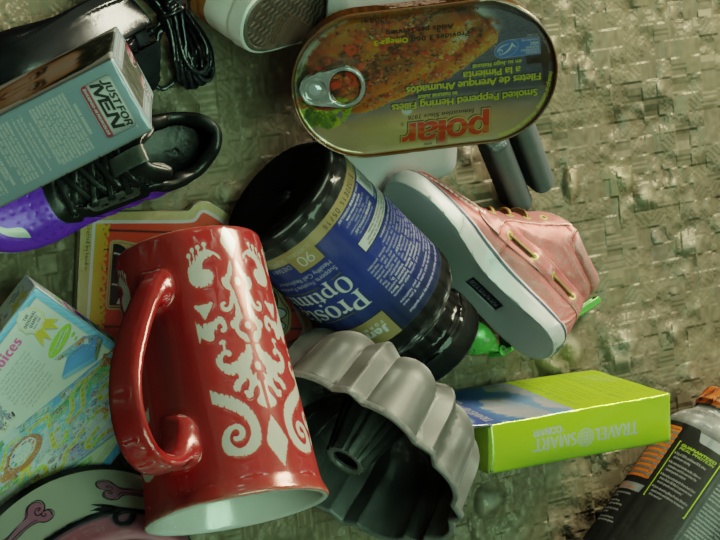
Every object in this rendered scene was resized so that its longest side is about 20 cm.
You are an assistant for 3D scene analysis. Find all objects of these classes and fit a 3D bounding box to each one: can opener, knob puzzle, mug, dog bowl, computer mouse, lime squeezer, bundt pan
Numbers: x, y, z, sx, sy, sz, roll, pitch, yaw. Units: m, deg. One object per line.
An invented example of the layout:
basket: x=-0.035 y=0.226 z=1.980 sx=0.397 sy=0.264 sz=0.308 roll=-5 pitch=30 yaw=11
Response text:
can opener: x=0.109 y=-0.119 z=1.662 sx=0.053 sy=0.066 sz=0.200 roll=-42 pitch=144 yaw=-8
knob puzzle: x=-0.125 y=0.045 z=1.607 sx=0.219 sy=0.030 sz=0.220 roll=-4 pitch=98 yaw=-28
mug: x=-0.107 y=0.072 z=1.470 sx=0.133 sy=0.178 sz=0.200 roll=-11 pitch=74 yaw=-1
dog bowl: x=-0.201 y=0.249 z=1.537 sx=0.200 sy=0.074 sz=0.200 roll=-16 pitch=121 yaw=-28
computer mouse: x=-0.203 y=-0.159 z=1.526 sx=0.200 sy=0.053 sz=0.139 roll=-32 pitch=111 yaw=-21
lime squeezer: x=0.116 y=0.041 z=1.739 sx=0.200 sy=0.038 sz=0.071 roll=11 pitch=60 yaw=-28
bundt pan: x=0.005 y=0.120 z=1.600 sx=0.202 sy=0.202 sz=0.076 roll=51 pitch=55 yaw=-24

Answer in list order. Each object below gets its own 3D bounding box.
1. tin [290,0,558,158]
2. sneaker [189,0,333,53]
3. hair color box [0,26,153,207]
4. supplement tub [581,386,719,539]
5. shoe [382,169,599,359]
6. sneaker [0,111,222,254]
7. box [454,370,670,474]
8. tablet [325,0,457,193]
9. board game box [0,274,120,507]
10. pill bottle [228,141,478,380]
tin: x=0.047 y=-0.146 z=1.555 sx=0.200 sy=0.042 sz=0.112 roll=-6 pitch=106 yaw=-2
sneaker: x=-0.047 y=-0.212 z=1.597 sx=0.200 sy=0.085 sz=0.073 roll=-7 pitch=118 yaw=-49
hair color box: x=-0.245 y=-0.090 z=1.444 sx=0.200 sy=0.099 sz=0.061 roll=-26 pitch=110 yaw=4
supplement tub: x=0.284 y=0.207 z=1.794 sx=0.123 sy=0.123 sz=0.200 roll=43 pitch=77 yaw=-26
shoe: x=0.109 y=-0.026 z=1.696 sx=0.200 sy=0.071 sz=0.091 roll=45 pitch=57 yaw=-12
sneaker: x=-0.188 y=-0.073 z=1.512 sx=0.200 sy=0.099 sz=0.070 roll=-25 pitch=95 yaw=-25
box: x=0.141 y=0.123 z=1.706 sx=0.200 sy=0.122 sz=0.048 roll=-7 pitch=101 yaw=-27
tablet: x=0.027 y=-0.148 z=1.627 sx=0.130 sy=0.014 sz=0.200 roll=-16 pitch=128 yaw=-26
board game box: x=-0.252 y=0.122 z=1.528 sx=0.134 sy=0.034 sz=0.200 roll=38 pitch=89 yaw=-27
pill bottle: x=0.000 y=0.000 z=1.619 sx=0.200 sy=0.112 sz=0.112 roll=43 pitch=76 yaw=-29
